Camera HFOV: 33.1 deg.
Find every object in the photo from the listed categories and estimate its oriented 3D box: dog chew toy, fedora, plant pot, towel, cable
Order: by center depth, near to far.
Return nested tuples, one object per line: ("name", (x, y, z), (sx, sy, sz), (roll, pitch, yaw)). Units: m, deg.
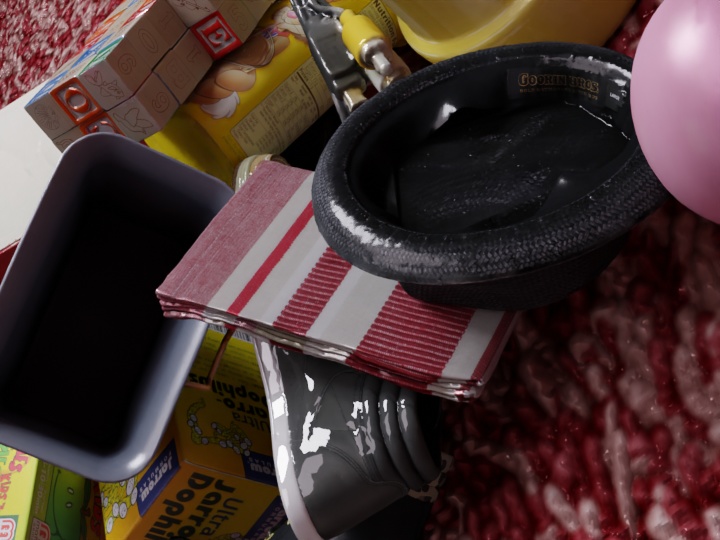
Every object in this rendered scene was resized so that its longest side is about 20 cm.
("dog chew toy", (0.216, -0.090, 0.510), (0.199, 0.124, 0.126), (-16, 58, 42))
("fedora", (0.078, -0.036, 0.648), (0.198, 0.092, 0.202), (-11, 43, 10))
("towel", (0.000, 0.000, 0.705), (0.144, 0.198, 0.023), (-56, -27, -43))
("plant pot", (0.058, -0.236, 0.758), (0.200, 0.188, 0.203), (-33, 46, 44))
("cable", (-0.014, -0.159, 0.781), (0.050, 0.097, 0.201), (-21, 55, -2))

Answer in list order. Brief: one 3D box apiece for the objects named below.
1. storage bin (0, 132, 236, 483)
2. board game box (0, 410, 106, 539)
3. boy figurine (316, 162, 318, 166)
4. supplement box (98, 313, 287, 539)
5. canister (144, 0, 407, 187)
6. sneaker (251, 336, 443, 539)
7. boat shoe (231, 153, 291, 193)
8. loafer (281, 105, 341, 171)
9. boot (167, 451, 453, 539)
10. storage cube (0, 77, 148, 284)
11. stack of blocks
("storage bin", (-0.161, 0.032, 0.804), (0.134, 0.144, 0.202), (153, 139, -74))
("board game box", (-0.216, 0.189, 0.919), (0.047, 0.200, 0.103), (-6, 62, 16))
("boy figurine", (0.049, -0.074, 0.786), (0.199, 0.064, 0.126), (-22, 71, 47))
("supplement box", (-0.128, 0.115, 0.904), (0.109, 0.109, 0.201), (-52, 36, 24))
("canister", (-0.062, -0.153, 0.900), (0.200, 0.087, 0.148), (-45, 25, -18))
("sneaker", (-0.007, 0.057, 0.708), (0.098, 0.071, 0.201), (-20, 52, 6))
("boat shoe", (-0.019, 0.009, 0.800), (0.076, 0.071, 0.202), (-24, 87, 30))
("loafer", (-0.039, -0.095, 0.936), (0.072, 0.063, 0.201), (-50, 37, 26))
("boot", (-0.037, 0.161, 0.766), (0.202, 0.073, 0.155), (14, 82, 43))
("storage cube", (-0.217, -0.047, 1.023), (0.199, 0.180, 0.172), (-26, 48, 24))
("stack of blocks", (-0.132, -0.164, 0.841), (0.114, 0.059, 0.201), (-21, 28, 36))
